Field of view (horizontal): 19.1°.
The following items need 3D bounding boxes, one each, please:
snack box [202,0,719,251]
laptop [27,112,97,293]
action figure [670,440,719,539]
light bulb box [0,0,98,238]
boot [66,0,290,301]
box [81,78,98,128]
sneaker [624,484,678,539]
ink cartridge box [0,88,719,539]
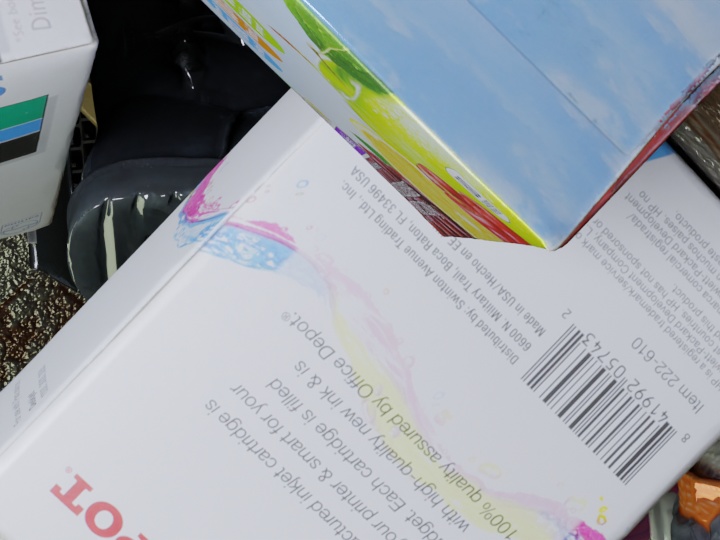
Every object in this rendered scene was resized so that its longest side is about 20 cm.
[{"bbox_3d":[-0.014,-0.084,0.410,0.169,0.068,0.200,44,178,-4],"label":"snack box"},{"bbox_3d":[-0.114,-0.095,1.062,0.115,0.189,0.199,2,-172,39],"label":"laptop"},{"bbox_3d":[0.153,0.126,0.689,0.200,0.104,0.195,-171,66,-77],"label":"action figure"},{"bbox_3d":[-0.174,-0.115,0.678,0.200,0.124,0.200,134,120,-72],"label":"light bulb box"},{"bbox_3d":[-0.003,-0.056,0.742,0.169,0.198,0.077,-91,4,-48],"label":"boot"},{"bbox_3d":[-0.010,-0.042,0.835,0.200,0.021,0.163,45,-144,14],"label":"box"},{"bbox_3d":[0.072,0.068,0.798,0.201,0.088,0.082,88,164,-53],"label":"sneaker"},{"bbox_3d":[0.005,0.031,0.601,0.145,0.200,0.085,45,179,-15],"label":"ink cartridge box"}]
